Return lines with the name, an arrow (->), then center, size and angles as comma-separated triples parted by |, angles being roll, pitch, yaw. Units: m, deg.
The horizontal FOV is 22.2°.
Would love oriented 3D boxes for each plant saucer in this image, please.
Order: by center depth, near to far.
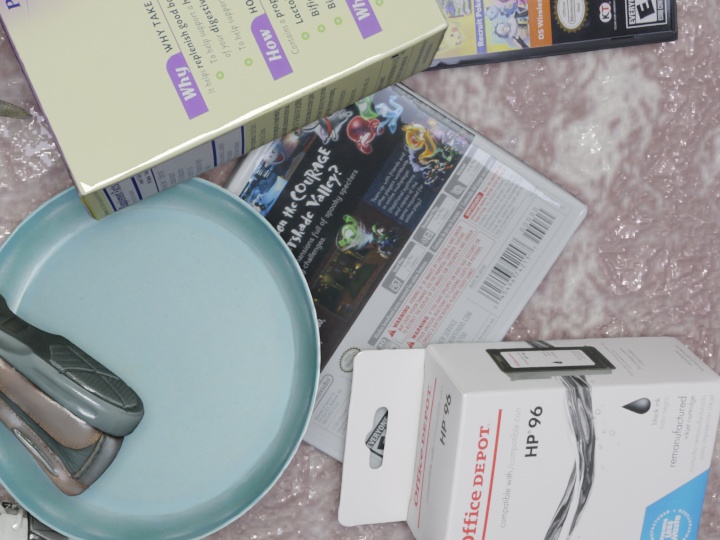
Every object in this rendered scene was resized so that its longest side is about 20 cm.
plant saucer -> -0.115, 0.048, 0.981 | 0.198, 0.027, 0.202 | -1, 84, 12

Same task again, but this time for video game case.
video game case -> 0.081, -0.217, 1.007 | 0.179, 0.026, 0.202 | -8, 104, -10
video game case -> 0.000, 0.000, 1.025 | 0.181, 0.023, 0.201 | 31, 101, -15

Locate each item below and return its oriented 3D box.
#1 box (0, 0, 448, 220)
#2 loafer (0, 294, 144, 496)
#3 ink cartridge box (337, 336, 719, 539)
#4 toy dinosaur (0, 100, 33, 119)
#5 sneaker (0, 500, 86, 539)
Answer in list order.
box -> -0.083, -0.150, 0.926 | 0.199, 0.097, 0.177 | -25, 86, -6
loafer -> -0.207, 0.041, 0.954 | 0.199, 0.072, 0.063 | 35, 101, 10
ink cartridge box -> 0.094, 0.104, 1.031 | 0.198, 0.068, 0.117 | -2, 112, -17
toy dinosaur -> -0.265, -0.087, 0.911 | 0.198, 0.077, 0.103 | 9, 111, -18
sneaker -> -0.173, 0.151, 1.009 | 0.200, 0.074, 0.089 | 41, 89, -27
